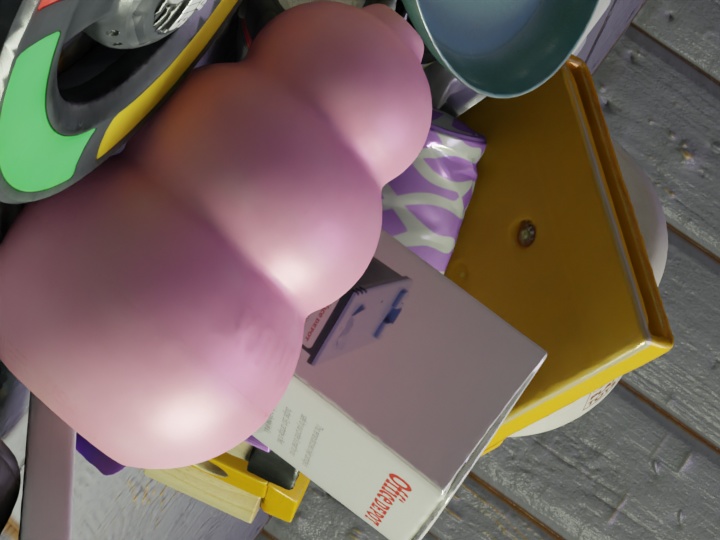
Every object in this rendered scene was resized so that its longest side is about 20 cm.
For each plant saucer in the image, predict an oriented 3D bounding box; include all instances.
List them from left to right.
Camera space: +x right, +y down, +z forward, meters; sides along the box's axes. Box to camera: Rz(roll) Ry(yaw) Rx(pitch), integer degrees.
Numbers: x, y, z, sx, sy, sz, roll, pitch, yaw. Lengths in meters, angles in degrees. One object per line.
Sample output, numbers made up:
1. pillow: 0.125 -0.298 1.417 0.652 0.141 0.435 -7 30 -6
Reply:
1. plant saucer: 0.064 -0.180 0.796 0.200 0.027 0.201 -21 116 -51

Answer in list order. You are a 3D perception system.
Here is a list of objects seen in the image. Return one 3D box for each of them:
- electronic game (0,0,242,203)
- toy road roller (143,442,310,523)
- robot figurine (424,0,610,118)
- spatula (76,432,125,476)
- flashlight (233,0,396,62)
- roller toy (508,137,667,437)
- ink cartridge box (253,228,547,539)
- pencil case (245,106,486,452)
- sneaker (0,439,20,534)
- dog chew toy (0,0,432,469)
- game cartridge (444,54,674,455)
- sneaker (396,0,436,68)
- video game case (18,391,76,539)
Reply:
1. electronic game: -0.062 -0.106 0.563 0.200 0.042 0.200 -54 174 -8
2. toy road roller: -0.068 0.060 1.080 0.200 0.122 0.146 109 6 -69
3. robot figurine: 0.082 -0.165 1.022 0.200 0.113 0.170 -53 141 -13
4. spatula: -0.119 0.057 0.823 0.057 0.021 0.200 -61 -166 -5
5. flashlight: -0.029 -0.084 0.818 0.068 0.068 0.200 -51 172 -21
6. roller toy: 0.091 0.005 1.092 0.140 0.182 0.201 97 -5 -56
7. ink cartridge box: -0.027 0.029 0.814 0.086 0.200 0.147 -52 174 -18
8. pencil case: 0.000 0.000 0.931 0.085 0.084 0.201 0 110 -68
9. sneaker: -0.200 0.146 0.725 0.114 0.076 0.200 -48 168 -37
10. dog chew toy: -0.049 -0.021 0.680 0.200 0.124 0.125 -48 173 -5
11. game cartridge: 0.063 0.005 0.950 0.032 0.177 0.200 13 144 -42
12. sneaker: 0.076 -0.170 0.915 0.200 0.072 0.083 -48 -165 -13
13. video game case: -0.139 0.134 0.763 0.183 0.022 0.201 107 -16 -50
